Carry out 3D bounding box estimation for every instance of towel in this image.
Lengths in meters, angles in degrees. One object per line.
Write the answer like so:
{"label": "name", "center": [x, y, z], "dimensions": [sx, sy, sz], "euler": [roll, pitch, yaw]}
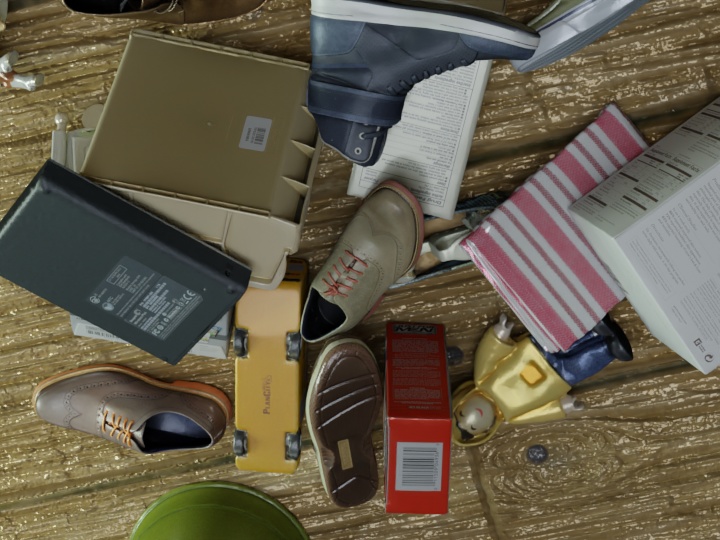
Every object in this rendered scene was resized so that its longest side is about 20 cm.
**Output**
{"label": "towel", "center": [0.204, -0.039, 1.716], "dimensions": [0.200, 0.030, 0.146], "euler": [-43, 107, -7]}

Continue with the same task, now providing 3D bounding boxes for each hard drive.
{"label": "hard drive", "center": [-0.213, -0.003, 1.605], "dimensions": [0.200, 0.033, 0.140], "euler": [29, 136, -18]}

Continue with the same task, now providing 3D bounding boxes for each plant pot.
{"label": "plant pot", "center": [-0.154, 0.345, 1.857], "dimensions": [0.200, 0.193, 0.201], "euler": [2, 113, 5]}

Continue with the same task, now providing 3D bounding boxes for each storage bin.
{"label": "storage bin", "center": [-0.136, -0.100, 1.657], "dimensions": [0.198, 0.200, 0.094], "euler": [12, 138, 1]}

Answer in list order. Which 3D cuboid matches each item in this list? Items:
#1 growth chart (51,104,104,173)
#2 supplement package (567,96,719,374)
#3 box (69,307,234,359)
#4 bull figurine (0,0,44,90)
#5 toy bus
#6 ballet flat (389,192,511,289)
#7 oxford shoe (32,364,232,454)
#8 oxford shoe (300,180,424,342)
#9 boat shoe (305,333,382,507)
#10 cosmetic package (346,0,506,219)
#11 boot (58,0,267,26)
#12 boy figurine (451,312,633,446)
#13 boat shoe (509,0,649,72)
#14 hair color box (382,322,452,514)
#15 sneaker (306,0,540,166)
{"label": "growth chart", "center": [-0.194, -0.085, 1.731], "dimensions": [0.200, 0.145, 0.018], "euler": [6, 155, 1]}
{"label": "supplement package", "center": [0.319, -0.042, 1.642], "dimensions": [0.200, 0.151, 0.152], "euler": [-36, 105, -1]}
{"label": "box", "center": [-0.195, 0.019, 1.740], "dimensions": [0.156, 0.041, 0.200], "euler": [9, 157, 0]}
{"label": "bull figurine", "center": [-0.343, -0.253, 1.692], "dimensions": [0.121, 0.065, 0.200], "euler": [23, 123, 26]}
{"label": "toy bus", "center": [-0.086, 0.094, 1.808], "dimensions": [0.065, 0.078, 0.200], "euler": [3, 113, 4]}
{"label": "ballet flat", "center": [0.062, -0.023, 1.750], "dimensions": [0.200, 0.074, 0.074], "euler": [-20, 109, 14]}
{"label": "oxford shoe", "center": [-0.231, 0.141, 1.845], "dimensions": [0.200, 0.073, 0.071], "euler": [3, 113, 5]}
{"label": "oxford shoe", "center": [0.000, 0.000, 1.703], "dimensions": [0.070, 0.075, 0.200], "euler": [37, 138, 12]}
{"label": "boat shoe", "center": [-0.023, 0.135, 1.806], "dimensions": [0.075, 0.075, 0.203], "euler": [-8, 128, -14]}
{"label": "cosmetic package", "center": [0.060, -0.159, 1.691], "dimensions": [0.103, 0.073, 0.200], "euler": [15, 113, 1]}
{"label": "boot", "center": [-0.173, -0.245, 1.663], "dimensions": [0.200, 0.075, 0.074], "euler": [-2, 114, -14]}
{"label": "boy figurine", "center": [0.157, 0.098, 1.794], "dimensions": [0.200, 0.064, 0.124], "euler": [-31, 109, 14]}
{"label": "boat shoe", "center": [0.211, -0.248, 1.651], "dimensions": [0.200, 0.072, 0.062], "euler": [-33, 81, 14]}
{"label": "hair color box", "center": [0.052, 0.135, 1.742], "dimensions": [0.061, 0.200, 0.102], "euler": [2, 112, 0]}
{"label": "sneaker", "center": [0.050, -0.158, 1.605], "dimensions": [0.202, 0.077, 0.147], "euler": [9, 101, 15]}
